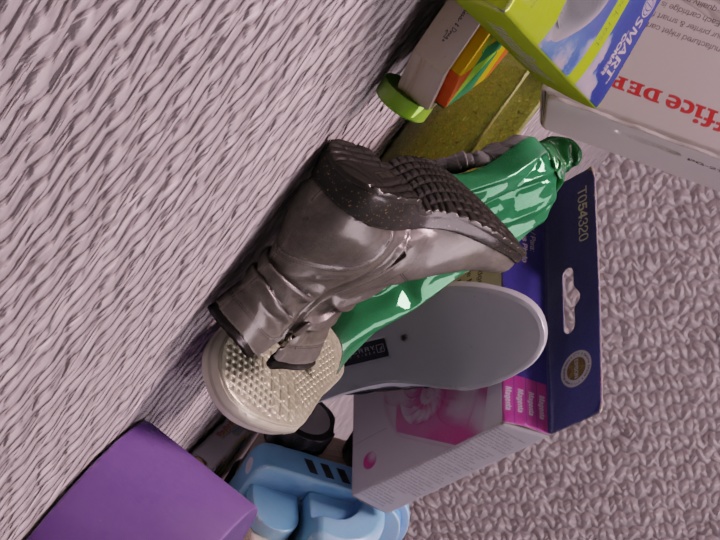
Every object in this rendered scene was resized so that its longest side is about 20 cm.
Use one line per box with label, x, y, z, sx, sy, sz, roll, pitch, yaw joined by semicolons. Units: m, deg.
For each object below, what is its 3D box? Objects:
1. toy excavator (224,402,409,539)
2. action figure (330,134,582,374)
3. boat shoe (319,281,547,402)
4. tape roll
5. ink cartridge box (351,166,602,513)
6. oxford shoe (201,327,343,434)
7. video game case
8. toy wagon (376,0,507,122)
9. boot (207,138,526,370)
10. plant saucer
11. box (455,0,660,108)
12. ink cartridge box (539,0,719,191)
toy excavator;-0.054;0.184;1.923;0.100;0.194;0.200;-56;-153;36
action figure;0.052;-0.032;1.712;0.200;0.055;0.118;-27;133;-23
boat shoe;0.031;0.042;1.875;0.200;0.071;0.091;-9;-172;16
tape roll;-0.152;0.190;1.641;0.200;0.085;0.200;-51;175;-7
ink cartridge box;0.075;0.040;1.917;0.200;0.043;0.197;-30;-134;38
oxford shoe;-0.062;0.061;1.695;0.058;0.075;0.200;-16;-178;15
video game case;-0.138;0.181;2.015;0.200;0.023;0.182;-56;174;37
toy wagon;0.082;-0.160;1.580;0.155;0.040;0.200;-54;174;22
boot;0.000;0.000;1.615;0.131;0.068;0.200;-52;148;16
plant saucer;0.055;-0.077;1.835;0.200;0.048;0.200;-54;174;15
box;0.114;-0.162;1.467;0.122;0.048;0.200;-60;157;-1
ink cartridge box;0.211;-0.164;1.775;0.084;0.144;0.201;85;26;-76
